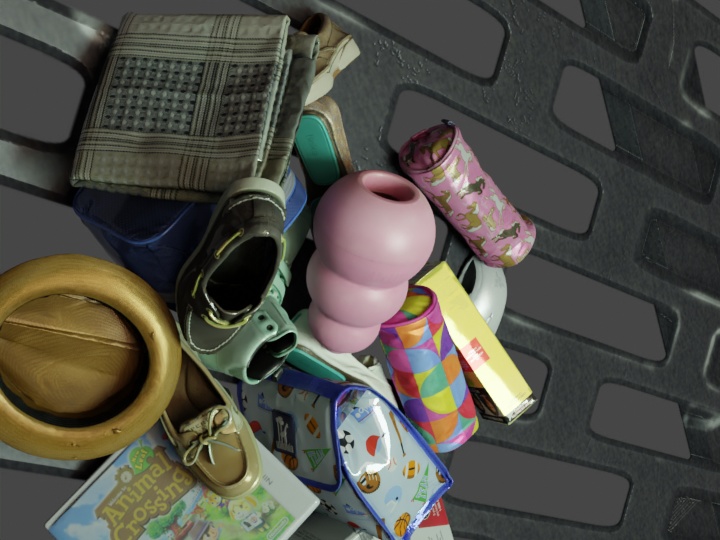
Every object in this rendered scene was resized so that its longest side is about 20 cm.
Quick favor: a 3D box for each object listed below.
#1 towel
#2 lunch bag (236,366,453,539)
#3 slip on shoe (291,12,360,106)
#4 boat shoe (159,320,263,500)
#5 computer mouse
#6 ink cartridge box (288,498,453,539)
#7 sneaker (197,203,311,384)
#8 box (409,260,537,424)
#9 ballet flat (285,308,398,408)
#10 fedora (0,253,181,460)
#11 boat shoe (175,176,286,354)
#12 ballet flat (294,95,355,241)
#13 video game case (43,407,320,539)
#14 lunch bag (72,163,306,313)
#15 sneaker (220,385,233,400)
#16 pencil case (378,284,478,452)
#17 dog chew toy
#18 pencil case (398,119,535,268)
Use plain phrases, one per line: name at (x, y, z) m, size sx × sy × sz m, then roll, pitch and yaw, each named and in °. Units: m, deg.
towel at (-0.144, -0.149, 1.005) m, size 0.035 × 0.198 × 0.194 m, roll 79°, pitch 20°, yaw -60°
lunch bag at (-0.029, 0.183, 1.199) m, size 0.124 × 0.169 × 0.200 m, roll -50°, pitch 126°, yaw -26°
slip on shoe at (-0.057, -0.204, 1.128) m, size 0.061 × 0.076 × 0.200 m, roll 56°, pitch 33°, yaw -15°
boat shoe at (-0.162, 0.128, 1.077) m, size 0.073 × 0.200 × 0.063 m, roll -35°, pitch 163°, yaw -6°
computer mouse at (0.136, 0.075, 1.391) m, size 0.109 × 0.044 × 0.201 m, roll 21°, pitch 85°, yaw -38°
ink cartridge box at (0.007, 0.333, 1.309) m, size 0.199 × 0.083 × 0.145 m, roll -32°, pitch 118°, yaw -31°
sneaker at (-0.084, 0.025, 1.148) m, size 0.201 × 0.118 × 0.074 m, roll -56°, pitch 143°, yaw -12°
box at (0.121, 0.083, 1.321) m, size 0.050 × 0.075 × 0.201 m, roll -37°, pitch 101°, yaw -16°
ballet flat at (-0.013, 0.109, 1.271) m, size 0.200 × 0.069 × 0.070 m, roll 43°, pitch 72°, yaw -35°
fedora at (-0.265, 0.073, 1.029) m, size 0.199 × 0.082 × 0.202 m, roll -5°, pitch 103°, yaw -21°
boat shoe at (-0.114, 0.011, 0.967) m, size 0.071 × 0.061 × 0.202 m, roll 9°, pitch 135°, yaw -19°
ballet flat at (-0.027, -0.098, 1.211) m, size 0.067 × 0.068 × 0.201 m, roll -72°, pitch 157°, yaw -53°
video game case at (-0.171, 0.233, 1.089) m, size 0.200 × 0.182 × 0.022 m, roll -46°, pitch 166°, yaw -12°
lunch bag at (-0.149, -0.066, 1.071) m, size 0.200 × 0.135 × 0.133 m, roll -48°, pitch 140°, yaw -18°
sneaker at (-0.183, 0.211, 1.160) m, size 0.201 × 0.076 × 0.089 m, roll -65°, pitch 161°, yaw -14°
pencil case at (0.070, 0.115, 1.278) m, size 0.088 × 0.088 × 0.201 m, roll -35°, pitch 125°, yaw -29°
dog chew toy at (0.000, 0.000, 1.162) m, size 0.124 × 0.125 × 0.201 m, roll -7°, pitch 128°, yaw -38°
pencil case at (0.128, -0.085, 1.330) m, size 0.200 × 0.082 × 0.087 m, roll 46°, pitch 61°, yaw -34°
